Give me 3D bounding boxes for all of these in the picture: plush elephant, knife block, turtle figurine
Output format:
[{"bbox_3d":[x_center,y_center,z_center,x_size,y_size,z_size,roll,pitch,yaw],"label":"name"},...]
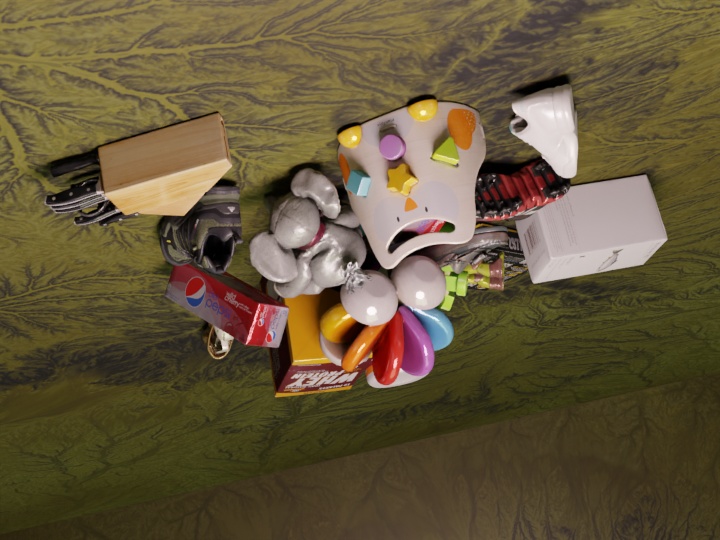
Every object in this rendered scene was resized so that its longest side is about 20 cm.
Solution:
[{"bbox_3d":[-0.076,-0.050,1.473,0.165,0.155,0.200,-47,-155,-6],"label":"plush elephant"},{"bbox_3d":[-0.269,-0.117,1.270,0.174,0.065,0.200,1,157,-37],"label":"knife block"},{"bbox_3d":[0.152,-0.005,1.753,0.160,0.065,0.201,2,141,10],"label":"turtle figurine"}]

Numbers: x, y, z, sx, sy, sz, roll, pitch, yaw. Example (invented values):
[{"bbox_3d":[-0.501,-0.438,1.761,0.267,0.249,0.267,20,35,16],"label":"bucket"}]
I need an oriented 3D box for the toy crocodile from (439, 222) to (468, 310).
[{"bbox_3d":[0.136,-0.025,1.675,0.067,0.062,0.202,6,119,10],"label":"toy crocodile"}]

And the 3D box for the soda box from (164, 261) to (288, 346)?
[{"bbox_3d":[-0.198,0.045,1.585,0.199,0.064,0.070,25,-171,39],"label":"soda box"}]

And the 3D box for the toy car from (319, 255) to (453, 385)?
[{"bbox_3d":[0.047,0.086,1.535,0.198,0.151,0.176,-16,152,-28],"label":"toy car"}]

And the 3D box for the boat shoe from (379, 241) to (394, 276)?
[{"bbox_3d":[0.034,0.050,1.745,0.069,0.203,0.071,19,153,-16],"label":"boat shoe"}]

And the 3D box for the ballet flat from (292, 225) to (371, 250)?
[{"bbox_3d":[-0.048,-0.039,1.625,0.198,0.071,0.071,-18,160,6],"label":"ballet flat"}]

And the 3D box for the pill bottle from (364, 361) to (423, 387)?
[{"bbox_3d":[0.046,0.089,1.840,0.112,0.202,0.113,-11,161,-4],"label":"pill bottle"}]

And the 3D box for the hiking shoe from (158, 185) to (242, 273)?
[{"bbox_3d":[-0.220,-0.036,1.471,0.075,0.102,0.200,0,157,-31],"label":"hiking shoe"}]

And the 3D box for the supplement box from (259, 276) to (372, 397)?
[{"bbox_3d":[-0.073,0.076,1.727,0.131,0.199,0.200,-5,160,-15],"label":"supplement box"}]

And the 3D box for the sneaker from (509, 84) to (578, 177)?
[{"bbox_3d":[0.242,-0.184,1.428,0.088,0.076,0.200,-4,157,14],"label":"sneaker"}]

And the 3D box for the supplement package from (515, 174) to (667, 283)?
[{"bbox_3d":[0.369,-0.066,1.741,0.198,0.118,0.117,-10,160,-10],"label":"supplement package"}]

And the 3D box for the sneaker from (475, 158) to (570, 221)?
[{"bbox_3d":[0.208,-0.104,1.572,0.199,0.071,0.098,-17,168,-28],"label":"sneaker"}]

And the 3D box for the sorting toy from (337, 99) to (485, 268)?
[{"bbox_3d":[0.064,-0.101,1.351,0.198,0.182,0.107,-19,160,18],"label":"sorting toy"}]

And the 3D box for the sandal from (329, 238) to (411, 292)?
[{"bbox_3d":[0.000,0.000,1.575,0.199,0.048,0.075,-17,-179,26],"label":"sandal"}]

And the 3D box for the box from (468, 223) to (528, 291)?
[{"bbox_3d":[0.213,-0.020,1.878,0.159,0.050,0.199,-26,157,39],"label":"box"}]

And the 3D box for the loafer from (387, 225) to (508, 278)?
[{"bbox_3d":[0.130,-0.016,1.596,0.198,0.064,0.072,-14,169,28],"label":"loafer"}]

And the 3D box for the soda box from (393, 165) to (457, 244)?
[{"bbox_3d":[0.093,-0.108,1.518,0.063,0.071,0.200,-6,161,-16],"label":"soda box"}]

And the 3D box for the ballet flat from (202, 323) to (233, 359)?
[{"bbox_3d":[-0.237,0.105,1.914,0.068,0.064,0.200,-7,160,-17],"label":"ballet flat"}]
